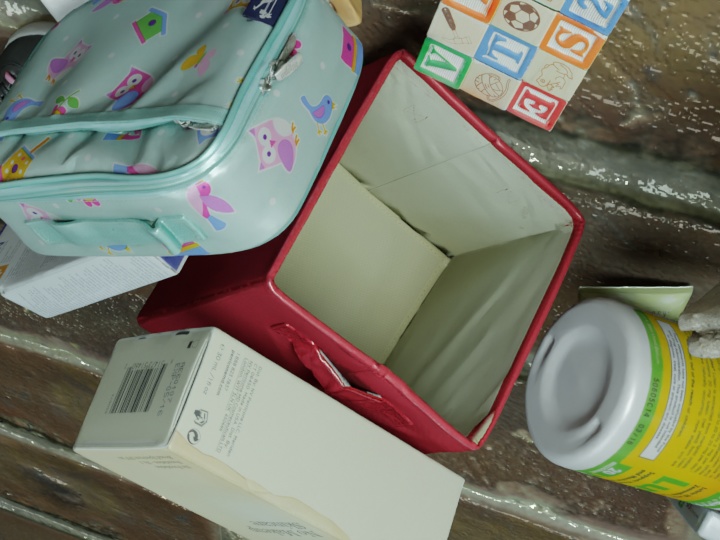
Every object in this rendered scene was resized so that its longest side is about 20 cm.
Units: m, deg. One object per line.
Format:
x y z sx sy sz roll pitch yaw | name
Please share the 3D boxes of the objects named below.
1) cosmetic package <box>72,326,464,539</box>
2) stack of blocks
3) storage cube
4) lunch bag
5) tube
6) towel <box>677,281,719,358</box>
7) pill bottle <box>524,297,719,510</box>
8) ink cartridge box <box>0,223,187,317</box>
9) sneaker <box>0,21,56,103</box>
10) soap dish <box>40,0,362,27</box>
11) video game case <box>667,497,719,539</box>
-0.048 0.110 0.753 0.200 0.073 0.103 35 153 -31 | cosmetic package
0.087 -0.170 0.669 0.115 0.059 0.200 25 148 1 | stack of blocks
0.000 0.000 0.838 0.171 0.200 0.180 39 152 -21 | storage cube
-0.103 -0.080 0.684 0.199 0.161 0.077 -2 139 36 | lunch bag
0.184 0.074 0.959 0.052 0.058 0.200 42 152 29 | tube
0.284 0.007 0.722 0.199 0.132 0.035 -11 103 44 | towel
0.219 0.097 0.878 0.199 0.112 0.111 19 153 -27 | pill bottle
-0.148 -0.063 0.851 0.200 0.200 0.041 -13 132 44 | ink cartridge box
-0.263 -0.105 0.967 0.071 0.099 0.200 40 144 -18 | sneaker
-0.108 -0.197 0.745 0.199 0.081 0.158 -2 138 37 | soap dish
0.319 0.206 0.982 0.199 0.022 0.182 27 -175 -2 | video game case
